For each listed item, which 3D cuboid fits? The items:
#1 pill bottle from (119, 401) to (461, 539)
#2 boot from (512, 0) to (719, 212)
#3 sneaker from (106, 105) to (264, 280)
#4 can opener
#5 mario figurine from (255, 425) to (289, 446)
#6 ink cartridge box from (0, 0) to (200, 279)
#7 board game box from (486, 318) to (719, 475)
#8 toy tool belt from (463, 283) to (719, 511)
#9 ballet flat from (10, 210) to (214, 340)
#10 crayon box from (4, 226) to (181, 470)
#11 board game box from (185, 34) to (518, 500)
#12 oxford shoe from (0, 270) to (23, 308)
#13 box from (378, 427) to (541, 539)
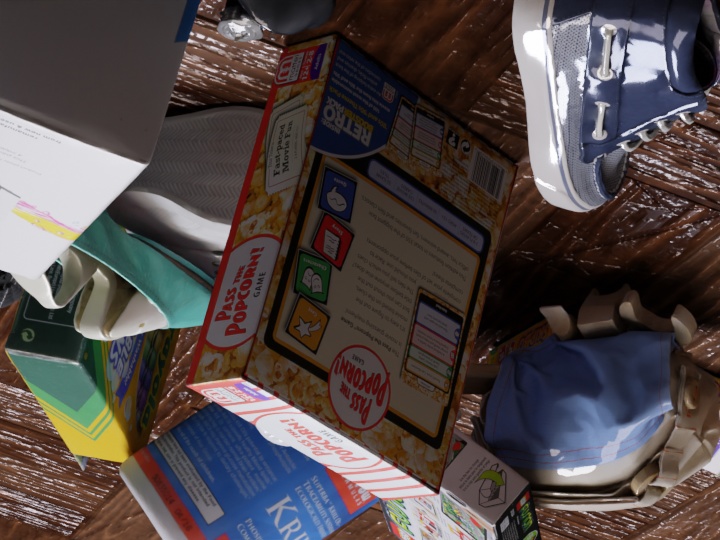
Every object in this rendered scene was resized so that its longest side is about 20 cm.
[{"bbox_3d":[-0.041,0.114,1.763,0.112,0.200,0.112,55,174,8],"label":"pill bottle"},{"bbox_3d":[0.133,-0.083,1.372,0.090,0.073,0.200,13,157,18],"label":"boot"},{"bbox_3d":[-0.069,-0.038,1.610,0.200,0.074,0.116,9,160,39],"label":"sneaker"},{"bbox_3d":[-0.092,-0.161,1.313,0.200,0.079,0.063,17,172,-25],"label":"can opener"},{"bbox_3d":[0.002,0.038,1.595,0.106,0.124,0.200,5,-175,14],"label":"mario figurine"},{"bbox_3d":[-0.181,-0.108,1.412,0.145,0.147,0.200,21,156,-15],"label":"ink cartridge box"},{"bbox_3d":[0.187,0.083,1.781,0.200,0.030,0.096,20,156,-18],"label":"board game box"},{"bbox_3d":[0.153,0.070,1.640,0.200,0.125,0.123,-16,140,27],"label":"toy tool belt"},{"bbox_3d":[-0.153,-0.002,1.589,0.067,0.070,0.200,10,157,45],"label":"ballet flat"},{"bbox_3d":[-0.158,0.037,1.755,0.052,0.126,0.200,9,157,13],"label":"crayon box"},{"bbox_3d":[0.000,0.000,1.481,0.046,0.200,0.151,-10,146,45],"label":"board game box"},{"bbox_3d":[-0.280,-0.037,1.700,0.073,0.084,0.200,-41,149,12],"label":"oxford shoe"},{"bbox_3d":[0.057,0.142,1.679,0.110,0.035,0.200,36,165,20],"label":"box"}]
